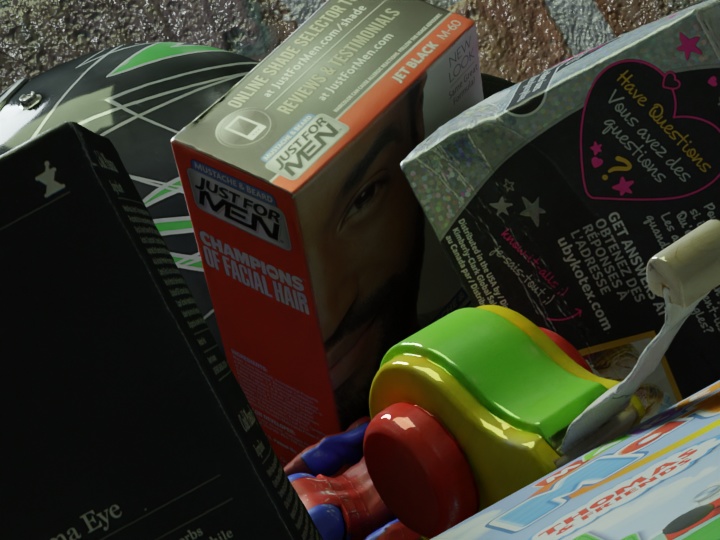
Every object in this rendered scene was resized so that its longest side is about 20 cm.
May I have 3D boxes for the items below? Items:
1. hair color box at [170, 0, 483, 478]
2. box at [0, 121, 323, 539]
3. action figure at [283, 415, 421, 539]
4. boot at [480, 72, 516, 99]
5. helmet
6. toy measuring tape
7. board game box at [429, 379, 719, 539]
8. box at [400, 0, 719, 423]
[{"bbox_3d":[0.000,0.000,0.825,0.064,0.200,0.111,25,55,31],"label":"hair color box"},{"bbox_3d":[-0.125,0.082,0.644,0.200,0.182,0.104,-28,1,-1],"label":"box"},{"bbox_3d":[-0.027,0.092,0.760,0.199,0.052,0.065,-15,37,-20],"label":"action figure"},{"bbox_3d":[0.054,0.001,0.942,0.154,0.074,0.203,-31,-42,32],"label":"boot"},{"bbox_3d":[-0.089,-0.010,0.928,0.200,0.200,0.191,-29,5,-25],"label":"helmet"},{"bbox_3d":[0.044,0.027,0.593,0.073,0.074,0.200,-29,-20,-27],"label":"toy measuring tape"},{"bbox_3d":[0.091,0.053,0.462,0.151,0.037,0.200,-29,0,-1],"label":"board game box"},{"bbox_3d":[0.112,-0.021,0.745,0.115,0.132,0.200,-26,2,18],"label":"box"}]
